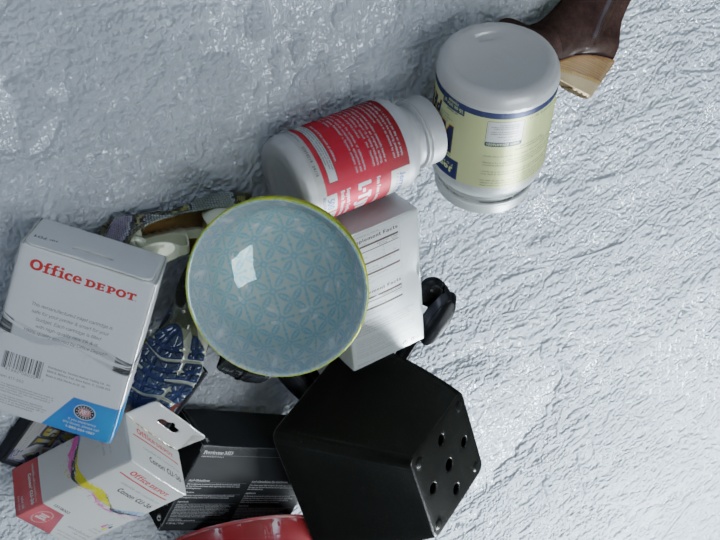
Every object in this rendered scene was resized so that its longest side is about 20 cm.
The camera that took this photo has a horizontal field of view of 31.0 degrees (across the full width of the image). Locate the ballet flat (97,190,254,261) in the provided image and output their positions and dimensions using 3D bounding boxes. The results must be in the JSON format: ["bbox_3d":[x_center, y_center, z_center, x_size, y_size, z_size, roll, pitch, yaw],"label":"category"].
[{"bbox_3d":[-0.193,-0.039,1.453,0.200,0.072,0.072,-15,127,-30],"label":"ballet flat"}]

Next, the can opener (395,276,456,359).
[{"bbox_3d":[0.056,0.092,1.742,0.063,0.079,0.200,37,111,-6],"label":"can opener"}]

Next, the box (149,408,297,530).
[{"bbox_3d":[-0.163,0.257,1.667,0.200,0.079,0.141,10,120,-41],"label":"box"}]

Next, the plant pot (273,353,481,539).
[{"bbox_3d":[0.037,0.231,1.645,0.200,0.177,0.200,-49,135,-39],"label":"plant pot"}]

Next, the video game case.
[{"bbox_3d":[-0.303,0.167,1.540,0.181,0.026,0.200,30,98,-45],"label":"video game case"}]

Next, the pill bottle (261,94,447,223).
[{"bbox_3d":[-0.004,-0.132,1.502,0.200,0.112,0.112,-24,131,-23],"label":"pill bottle"}]

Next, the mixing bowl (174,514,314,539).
[{"bbox_3d":[-0.143,0.396,1.693,0.200,0.108,0.200,-9,159,-4],"label":"mixing bowl"}]

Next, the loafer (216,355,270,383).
[{"bbox_3d":[-0.119,0.031,1.521,0.070,0.068,0.201,18,78,-24],"label":"loafer"}]

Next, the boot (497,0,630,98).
[{"bbox_3d":[0.256,-0.323,1.623,0.200,0.072,0.166,21,91,-39],"label":"boot"}]

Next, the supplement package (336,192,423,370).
[{"bbox_3d":[0.000,0.000,1.596,0.109,0.114,0.200,-24,130,-24],"label":"supplement package"}]

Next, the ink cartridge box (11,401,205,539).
[{"bbox_3d":[-0.285,0.236,1.497,0.200,0.068,0.116,-28,142,13],"label":"ink cartridge box"}]

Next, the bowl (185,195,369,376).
[{"bbox_3d":[-0.085,0.006,1.434,0.200,0.108,0.200,1,106,5],"label":"bowl"}]

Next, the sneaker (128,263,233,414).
[{"bbox_3d":[-0.203,0.076,1.505,0.077,0.085,0.200,30,89,-3],"label":"sneaker"}]

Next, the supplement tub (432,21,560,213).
[{"bbox_3d":[0.156,-0.180,1.556,0.145,0.145,0.200,-25,145,-22],"label":"supplement tub"}]

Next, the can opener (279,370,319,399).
[{"bbox_3d":[-0.101,0.110,1.634,0.200,0.079,0.063,41,49,-48],"label":"can opener"}]

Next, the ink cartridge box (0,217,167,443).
[{"bbox_3d":[-0.304,0.064,1.382,0.146,0.086,0.200,18,110,-5],"label":"ink cartridge box"}]
